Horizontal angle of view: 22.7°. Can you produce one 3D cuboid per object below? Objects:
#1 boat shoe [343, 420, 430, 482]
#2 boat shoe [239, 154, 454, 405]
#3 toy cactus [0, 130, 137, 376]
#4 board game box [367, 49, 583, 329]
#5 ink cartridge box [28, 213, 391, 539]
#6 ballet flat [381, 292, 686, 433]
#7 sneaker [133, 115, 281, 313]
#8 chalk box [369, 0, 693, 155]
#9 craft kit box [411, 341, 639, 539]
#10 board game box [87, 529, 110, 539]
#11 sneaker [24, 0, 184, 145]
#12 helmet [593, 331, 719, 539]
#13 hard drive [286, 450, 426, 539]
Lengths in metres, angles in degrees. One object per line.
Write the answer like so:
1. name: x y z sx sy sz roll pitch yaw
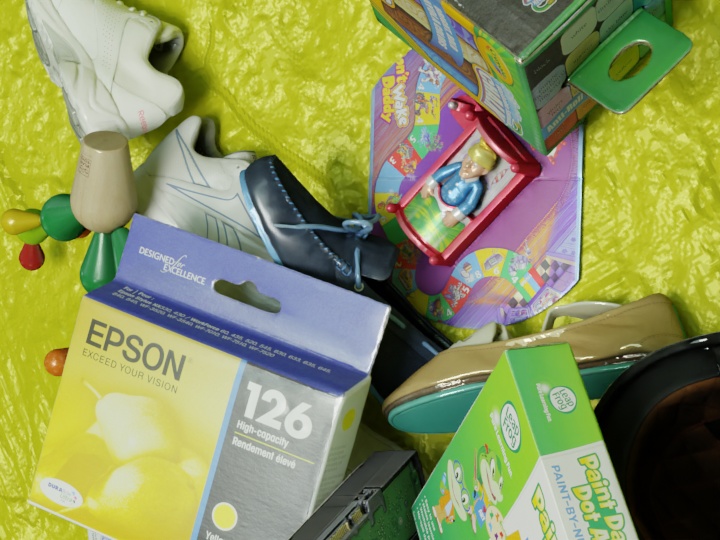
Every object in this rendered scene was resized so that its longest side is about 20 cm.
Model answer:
1. boat shoe: -0.033 0.112 1.193 0.200 0.075 0.062 41 127 -2
2. boat shoe: 0.000 0.000 1.172 0.069 0.084 0.200 -32 109 18
3. toy cactus: -0.187 -0.016 1.240 0.200 0.102 0.165 44 137 46
4. board game box: 0.065 -0.062 1.169 0.158 0.039 0.200 2 90 30
5. ink cartridge box: -0.099 0.087 1.131 0.197 0.047 0.200 19 102 24
6. ballet flat: 0.109 0.058 1.130 0.200 0.069 0.063 -11 57 19
7. sneaker: -0.083 -0.032 1.241 0.200 0.074 0.087 42 104 23
8. chalk box: 0.107 -0.165 1.078 0.125 0.124 0.200 -44 67 -7
9. craft kit box: 0.096 0.174 0.987 0.198 0.048 0.200 117 143 -52
10. board game box: -0.130 0.136 1.243 0.134 0.045 0.200 -31 55 27
11. sneaker: -0.182 -0.165 1.305 0.099 0.078 0.200 -20 56 -12
12. helmet: 0.225 0.125 0.986 0.191 0.200 0.200 -15 81 60
13. hard drive: 0.016 0.229 1.104 0.038 0.140 0.200 -4 111 30
